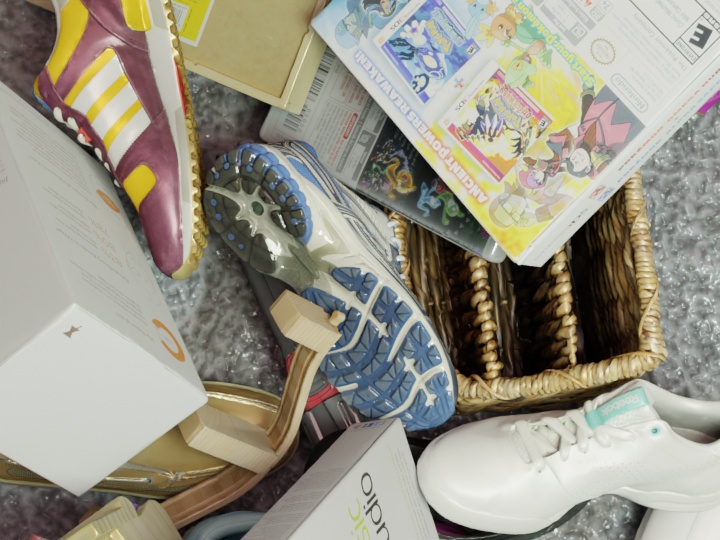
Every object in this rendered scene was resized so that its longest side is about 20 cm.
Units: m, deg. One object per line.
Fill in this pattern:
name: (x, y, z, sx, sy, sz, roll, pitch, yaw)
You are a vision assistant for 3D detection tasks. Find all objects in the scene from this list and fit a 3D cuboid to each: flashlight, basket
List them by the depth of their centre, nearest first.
basket: (0.088, -0.019, 0.996, 0.142, 0.149, 0.200, -4, 79, -8)
flashlight: (-0.036, 0.016, 1.020, 0.068, 0.068, 0.200, -20, 75, -19)

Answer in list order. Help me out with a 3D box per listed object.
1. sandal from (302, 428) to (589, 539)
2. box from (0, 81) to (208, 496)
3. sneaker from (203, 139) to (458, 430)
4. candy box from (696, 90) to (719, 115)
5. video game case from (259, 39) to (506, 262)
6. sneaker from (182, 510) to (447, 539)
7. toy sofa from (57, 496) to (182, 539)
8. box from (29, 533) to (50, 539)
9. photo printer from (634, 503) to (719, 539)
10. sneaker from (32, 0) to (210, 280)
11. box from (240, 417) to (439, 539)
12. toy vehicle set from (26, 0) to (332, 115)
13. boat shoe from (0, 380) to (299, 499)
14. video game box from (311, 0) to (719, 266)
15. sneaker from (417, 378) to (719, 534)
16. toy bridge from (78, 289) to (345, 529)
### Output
sandal: (0.063, 0.135, 0.983, 0.200, 0.048, 0.075, 3, 108, -25)
box: (-0.185, 0.005, 0.916, 0.097, 0.124, 0.200, -37, 50, 8)
sneaker: (0.000, 0.000, 0.963, 0.200, 0.077, 0.085, 54, 35, 1)
candy box: (0.153, -0.190, 1.028, 0.061, 0.136, 0.200, -47, 72, 16)
video game case: (0.051, -0.132, 0.978, 0.182, 0.023, 0.200, 29, 99, 27)
sneaker: (-0.009, 0.185, 0.973, 0.200, 0.082, 0.074, 6, 78, -6)
toy sofa: (-0.103, 0.224, 0.863, 0.083, 0.098, 0.200, -36, 85, 10)
box: (-0.112, 0.233, 0.942, 0.200, 0.095, 0.103, 22, 75, -2)
photo printer: (0.260, 0.209, 1.008, 0.200, 0.069, 0.167, 23, 74, -1)
sneaker: (-0.144, -0.088, 0.973, 0.090, 0.075, 0.200, -10, 83, -1)
box: (-0.005, 0.180, 0.859, 0.036, 0.200, 0.145, -13, 103, 26)
toy vehicle set: (-0.105, -0.191, 1.019, 0.200, 0.027, 0.124, 25, 97, 18)
boat shoe: (-0.134, 0.101, 0.978, 0.200, 0.076, 0.072, -5, 78, -8)
video game box: (0.095, -0.134, 0.916, 0.182, 0.047, 0.200, -45, 67, 15)
sneaker: (0.132, 0.096, 0.936, 0.200, 0.089, 0.075, -3, 53, -18)
toy bridge: (-0.075, 0.096, 0.946, 0.200, 0.067, 0.027, -47, 43, 15)
